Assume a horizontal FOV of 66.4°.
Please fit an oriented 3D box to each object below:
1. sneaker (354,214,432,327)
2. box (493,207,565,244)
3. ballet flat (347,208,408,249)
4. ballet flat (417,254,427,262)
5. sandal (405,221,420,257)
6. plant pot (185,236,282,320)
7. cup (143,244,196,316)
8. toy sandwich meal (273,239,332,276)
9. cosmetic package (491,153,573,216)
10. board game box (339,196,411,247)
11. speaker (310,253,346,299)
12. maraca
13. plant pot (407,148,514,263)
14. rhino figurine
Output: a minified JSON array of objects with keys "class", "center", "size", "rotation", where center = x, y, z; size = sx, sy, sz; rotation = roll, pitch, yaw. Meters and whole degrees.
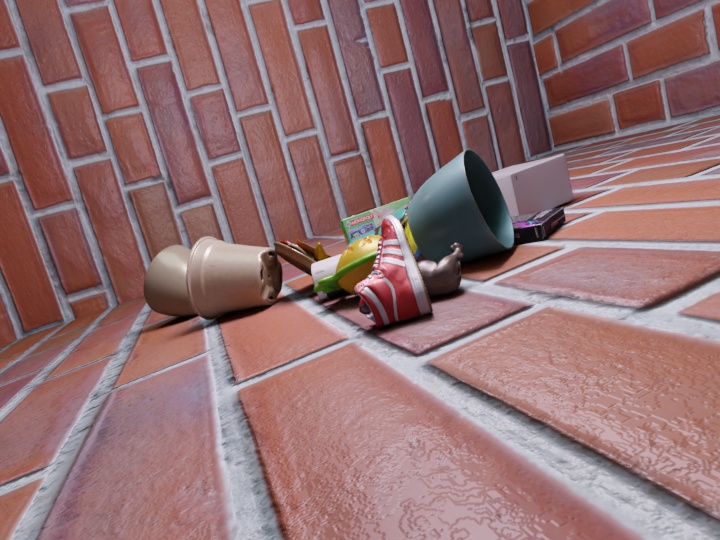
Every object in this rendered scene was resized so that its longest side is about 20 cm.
[{"class":"sneaker","center":[0.035,0.000,0.878],"size":[0.109,0.072,0.204],"rotation":[-21,48,4]},{"class":"box","center":[0.325,-0.086,1.184],"size":[0.196,0.037,0.141],"rotation":[-11,12,43]},{"class":"ballet flat","center":[0.054,-0.074,1.278],"size":[0.197,0.074,0.071],"rotation":[-29,-1,38]},{"class":"ballet flat","center":[0.060,-0.025,1.240],"size":[0.193,0.064,0.068],"rotation":[-15,13,14]},{"class":"sandal","center":[0.142,-0.092,1.229],"size":[0.084,0.081,0.202],"rotation":[20,34,1]},{"class":"plant pot","center":[-0.295,0.017,1.349],"size":[0.177,0.209,0.200],"rotation":[-1,13,18]},{"class":"cup","center":[-0.491,0.046,1.564],"size":[0.139,0.208,0.199],"rotation":[17,26,27]},{"class":"toy sandwich meal","center":[-0.119,-0.034,1.337],"size":[0.072,0.202,0.204],"rotation":[-60,20,-8]},{"class":"cosmetic package","center":[0.411,-0.207,1.444],"size":[0.194,0.127,0.198],"rotation":[-21,8,-24]},{"class":"board game box","center":[0.058,-0.089,1.383],"size":[0.194,0.139,0.029],"rotation":[-20,-3,-18]},{"class":"speaker","center":[-0.004,-0.005,1.178],"size":[0.193,0.084,0.081],"rotation":[-17,9,6]},{"class":"maraca","center":[0.000,0.000,1.076],"size":[0.195,0.110,0.137],"rotation":[-25,-16,15]},{"class":"plant pot","center":[0.187,-0.108,1.087],"size":[0.158,0.206,0.200],"rotation":[-25,3,31]},{"class":"rhino figurine","center":[0.085,0.018,0.934],"size":[0.194,0.061,0.088],"rotation":[-16,28,21]}]
